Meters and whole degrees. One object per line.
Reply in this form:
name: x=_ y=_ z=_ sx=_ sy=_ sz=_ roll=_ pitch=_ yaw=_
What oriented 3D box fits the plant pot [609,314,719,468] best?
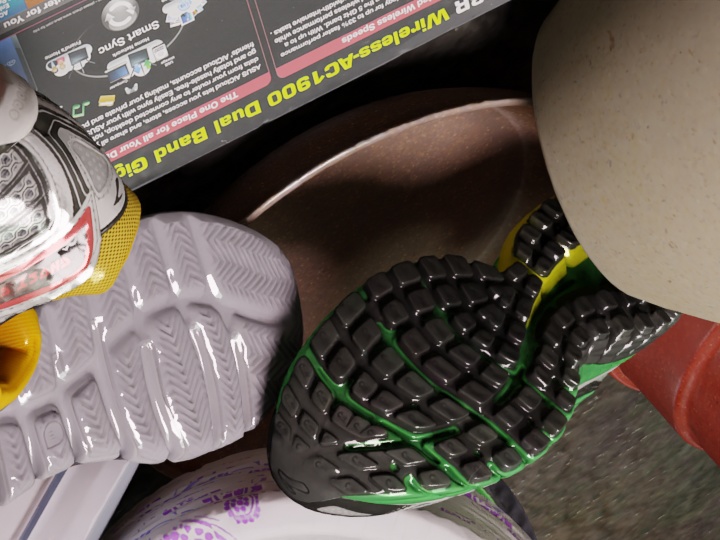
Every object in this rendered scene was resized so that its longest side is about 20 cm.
plant pot: x=0.230 y=0.053 z=1.085 sx=0.200 sy=0.195 sz=0.201 roll=-24 pitch=149 yaw=-16

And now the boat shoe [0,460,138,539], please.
boat shoe: x=-0.142 y=0.118 z=0.848 sx=0.200 sy=0.065 sz=0.074 roll=-59 pitch=177 yaw=-30

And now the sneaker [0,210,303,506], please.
sneaker: x=-0.115 y=0.031 z=0.815 sx=0.112 sy=0.078 sz=0.200 roll=-4 pitch=-170 yaw=44

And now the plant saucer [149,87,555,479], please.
plant saucer: x=0.000 y=0.000 z=0.944 sx=0.200 sy=0.037 sz=0.201 roll=-25 pitch=150 yaw=-16

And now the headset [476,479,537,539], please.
headset: x=-0.027 y=0.126 z=1.039 sx=0.199 sy=0.124 sz=0.094 roll=2 pitch=157 yaw=-25

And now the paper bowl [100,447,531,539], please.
paper bowl: x=-0.016 y=0.159 z=0.929 sx=0.201 sy=0.201 sz=0.104 roll=-37 pitch=-169 yaw=7

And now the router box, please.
router box: x=-0.046 y=-0.109 z=0.679 sx=0.200 sy=0.062 sz=0.150 roll=-27 pitch=135 yaw=-10

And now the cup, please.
cup: x=0.141 y=-0.057 z=0.870 sx=0.143 sy=0.201 sz=0.200 roll=-18 pitch=158 yaw=27

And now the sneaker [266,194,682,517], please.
sneaker: x=0.035 y=0.041 z=0.892 sx=0.200 sy=0.078 sz=0.085 roll=-23 pitch=158 yaw=-51

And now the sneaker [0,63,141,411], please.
sneaker: x=-0.129 y=0.023 z=0.661 sx=0.082 sy=0.078 sz=0.200 roll=34 pitch=133 yaw=-20
